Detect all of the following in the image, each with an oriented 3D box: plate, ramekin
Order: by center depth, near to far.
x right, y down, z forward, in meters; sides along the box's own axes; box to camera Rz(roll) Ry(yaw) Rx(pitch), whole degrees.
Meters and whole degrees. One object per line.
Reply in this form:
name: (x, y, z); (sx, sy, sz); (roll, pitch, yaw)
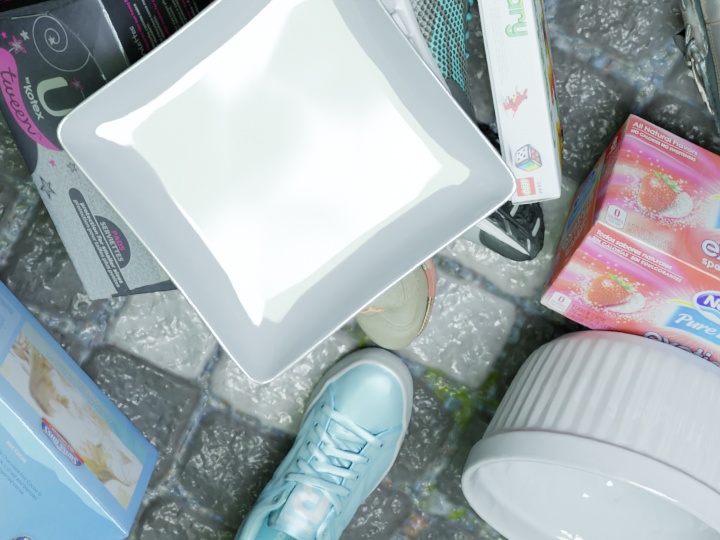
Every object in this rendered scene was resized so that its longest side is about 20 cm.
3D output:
plate: (-0.043, -0.067, 1.462); (0.200, 0.032, 0.200); (-38, 101, 3)
ramekin: (0.174, 0.123, 1.591); (0.200, 0.200, 0.105); (25, 67, -5)

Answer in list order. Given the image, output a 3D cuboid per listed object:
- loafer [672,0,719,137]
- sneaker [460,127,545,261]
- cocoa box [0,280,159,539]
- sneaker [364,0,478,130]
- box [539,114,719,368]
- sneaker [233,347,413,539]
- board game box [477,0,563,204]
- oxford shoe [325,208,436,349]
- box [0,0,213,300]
loafer: (0.220, -0.164, 1.550); (0.063, 0.072, 0.201); (-2, 105, 26)
sneaker: (0.030, -0.064, 1.603); (0.200, 0.074, 0.079); (31, 130, -7)
cocoa box: (-0.252, 0.113, 1.654); (0.131, 0.133, 0.200); (-38, 103, 17)
sneaker: (0.041, -0.150, 1.505); (0.091, 0.077, 0.200); (-38, 120, -24)
box: (0.229, 0.002, 1.571); (0.199, 0.103, 0.095); (26, 140, -4)
sneaker: (-0.025, 0.147, 1.674); (0.074, 0.082, 0.200); (26, 111, -6)
board game box: (0.094, -0.156, 1.524); (0.034, 0.126, 0.201); (-7, 110, 8)
oxford shoe: (0.000, 0.000, 1.581); (0.071, 0.074, 0.200); (9, 148, 20)
box: (-0.136, -0.096, 1.551); (0.132, 0.115, 0.201); (-7, 113, 40)
